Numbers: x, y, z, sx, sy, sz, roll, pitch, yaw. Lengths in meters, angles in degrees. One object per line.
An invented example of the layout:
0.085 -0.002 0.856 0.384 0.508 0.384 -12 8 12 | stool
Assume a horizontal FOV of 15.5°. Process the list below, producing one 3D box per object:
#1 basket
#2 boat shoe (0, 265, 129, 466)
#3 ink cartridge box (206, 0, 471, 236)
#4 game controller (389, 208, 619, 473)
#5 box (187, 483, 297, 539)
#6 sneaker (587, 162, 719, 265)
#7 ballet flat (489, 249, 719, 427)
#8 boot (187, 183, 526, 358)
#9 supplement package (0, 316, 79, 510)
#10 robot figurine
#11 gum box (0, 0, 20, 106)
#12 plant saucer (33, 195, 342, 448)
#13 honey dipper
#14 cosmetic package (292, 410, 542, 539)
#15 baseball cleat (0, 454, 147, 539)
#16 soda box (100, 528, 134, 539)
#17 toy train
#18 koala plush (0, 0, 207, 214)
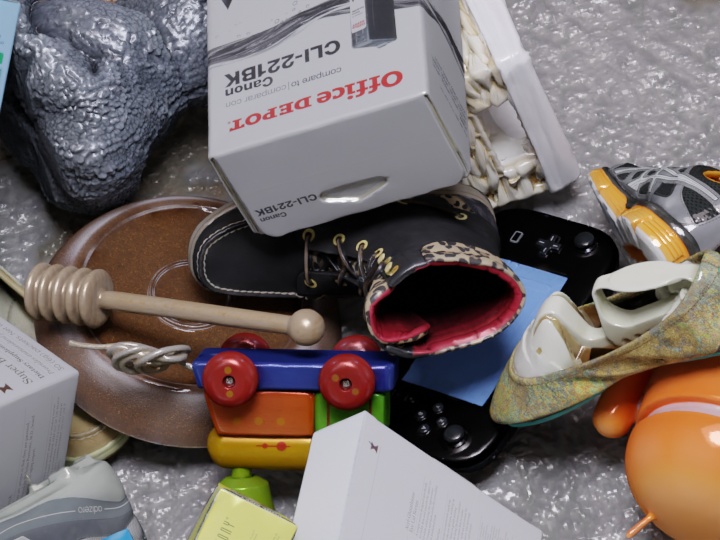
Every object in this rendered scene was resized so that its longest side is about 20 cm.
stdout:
0.046 -0.139 1.753 0.123 0.136 0.200 -24 47 5 | basket
-0.222 0.050 1.714 0.073 0.063 0.201 -32 54 -13 | boat shoe
-0.016 -0.136 1.634 0.144 0.084 0.200 -16 50 15 | ink cartridge box
0.081 0.042 1.674 0.104 0.042 0.200 22 60 25 | game controller
-0.075 0.163 1.486 0.050 0.200 0.075 26 84 -2 | box
0.197 -0.033 1.643 0.077 0.078 0.200 -30 15 0 | sneaker
0.143 0.035 1.550 0.200 0.071 0.071 -22 43 37 | ballet flat
0.000 0.000 1.626 0.200 0.073 0.151 -3 21 -10 | boot
-0.287 0.111 1.594 0.121 0.120 0.200 32 35 29 | supplement package
0.225 0.083 1.568 0.144 0.117 0.200 32 58 -9 | robot figurine
-0.296 -0.087 1.732 0.170 0.044 0.200 16 96 55 | gum box
-0.109 0.023 1.699 0.200 0.032 0.200 4 52 -5 | plant saucer
-0.112 0.022 1.618 0.200 0.038 0.038 6 54 24 | honey dipper
0.022 0.203 1.497 0.052 0.151 0.200 -23 41 40 | cosmetic package
-0.201 0.185 1.562 0.200 0.070 0.107 -31 90 -39 | baseball cleat
-0.207 0.225 1.499 0.200 0.068 0.064 -23 51 -12 | soda box
-0.078 0.100 1.610 0.200 0.085 0.116 1 98 5 | toy train
-0.141 -0.144 1.783 0.200 0.178 0.184 -23 50 -17 | koala plush
